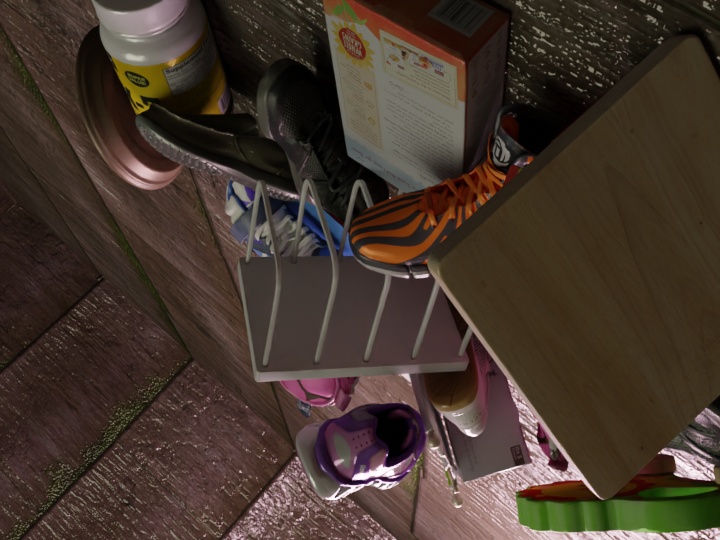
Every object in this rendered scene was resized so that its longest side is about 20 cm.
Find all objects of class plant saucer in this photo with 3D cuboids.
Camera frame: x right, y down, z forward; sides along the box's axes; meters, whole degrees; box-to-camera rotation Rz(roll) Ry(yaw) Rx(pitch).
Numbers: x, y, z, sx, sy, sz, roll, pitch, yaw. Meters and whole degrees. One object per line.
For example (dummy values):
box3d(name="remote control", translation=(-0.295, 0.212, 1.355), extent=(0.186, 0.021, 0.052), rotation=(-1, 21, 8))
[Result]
box3d(name="plant saucer", translation=(-0.263, -0.199, 1.011), extent=(0.029, 0.202, 0.201), rotation=(-11, 132, 22))

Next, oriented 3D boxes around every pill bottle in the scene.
box3d(name="pill bottle", translation=(-0.210, -0.234, 0.900), extent=(0.114, 0.114, 0.201), rotation=(35, 158, 23))

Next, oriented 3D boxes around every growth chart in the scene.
box3d(name="growth chart", translation=(0.072, 0.147, 0.869), extent=(0.201, 0.017, 0.147), rotation=(67, -174, -57))

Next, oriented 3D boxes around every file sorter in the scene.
box3d(name="file sorter", translation=(0.000, 0.000, 0.749), extent=(0.140, 0.196, 0.126), rotation=(-108, 23, -44))

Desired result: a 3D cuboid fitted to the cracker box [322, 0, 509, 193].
box3d(name="cracker box", translation=(0.044, -0.138, 0.665), extent=(0.133, 0.058, 0.201), rotation=(35, 158, 22))

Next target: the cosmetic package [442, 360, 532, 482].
box3d(name="cosmetic package", translation=(0.134, 0.172, 0.956), extent=(0.200, 0.080, 0.115), rotation=(60, -166, -76))

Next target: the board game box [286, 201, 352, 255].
box3d(name="board game box", translation=(-0.026, -0.051, 1.022), extent=(0.200, 0.039, 0.159), rotation=(42, 166, 24))

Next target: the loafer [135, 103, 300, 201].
box3d(name="loafer", translation=(-0.144, -0.138, 0.909), extent=(0.197, 0.071, 0.075), rotation=(21, 173, -23))

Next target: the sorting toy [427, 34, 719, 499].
box3d(name="sorting toy", translation=(0.158, -0.002, 0.524), extent=(0.201, 0.198, 0.070), rotation=(51, 175, -22))

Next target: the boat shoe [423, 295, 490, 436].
box3d(name="boat shoe", translation=(0.096, 0.083, 0.850), extent=(0.070, 0.202, 0.070), rotation=(-19, 124, 18))

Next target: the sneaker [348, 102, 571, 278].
box3d(name="sneaker", translation=(0.082, -0.063, 0.607), extent=(0.113, 0.196, 0.079), rotation=(76, -178, -54))

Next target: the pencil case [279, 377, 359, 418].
box3d(name="pencil case", translation=(-0.007, 0.053, 0.853), extent=(0.093, 0.200, 0.092), rotation=(28, 134, 13))

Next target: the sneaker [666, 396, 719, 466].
box3d(name="sneaker", translation=(0.256, 0.089, 0.677), extent=(0.199, 0.077, 0.114), rotation=(42, 155, -10))

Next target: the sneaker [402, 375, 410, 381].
box3d(name="sneaker", translation=(0.049, 0.090, 1.099), extent=(0.084, 0.073, 0.201), rotation=(31, 159, 25))

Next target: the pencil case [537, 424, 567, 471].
box3d(name="pencil case", translation=(0.176, 0.097, 0.806), extent=(0.090, 0.094, 0.201), rotation=(9, 141, 50))

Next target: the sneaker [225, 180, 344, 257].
box3d(name="sneaker", translation=(-0.101, -0.046, 1.001), extent=(0.147, 0.081, 0.200), rotation=(51, 173, -33))

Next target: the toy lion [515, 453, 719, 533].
box3d(name="toy lion", translation=(0.250, 0.219, 0.791), extent=(0.200, 0.188, 0.070), rotation=(154, 112, -69))

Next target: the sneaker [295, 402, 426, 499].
box3d(name="sneaker", translation=(0.026, 0.159, 0.796), extent=(0.199, 0.088, 0.082), rotation=(4, -124, -62))

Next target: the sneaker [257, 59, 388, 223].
box3d(name="sneaker", translation=(-0.028, -0.117, 0.812), extent=(0.113, 0.077, 0.200), rotation=(30, 160, 29))
